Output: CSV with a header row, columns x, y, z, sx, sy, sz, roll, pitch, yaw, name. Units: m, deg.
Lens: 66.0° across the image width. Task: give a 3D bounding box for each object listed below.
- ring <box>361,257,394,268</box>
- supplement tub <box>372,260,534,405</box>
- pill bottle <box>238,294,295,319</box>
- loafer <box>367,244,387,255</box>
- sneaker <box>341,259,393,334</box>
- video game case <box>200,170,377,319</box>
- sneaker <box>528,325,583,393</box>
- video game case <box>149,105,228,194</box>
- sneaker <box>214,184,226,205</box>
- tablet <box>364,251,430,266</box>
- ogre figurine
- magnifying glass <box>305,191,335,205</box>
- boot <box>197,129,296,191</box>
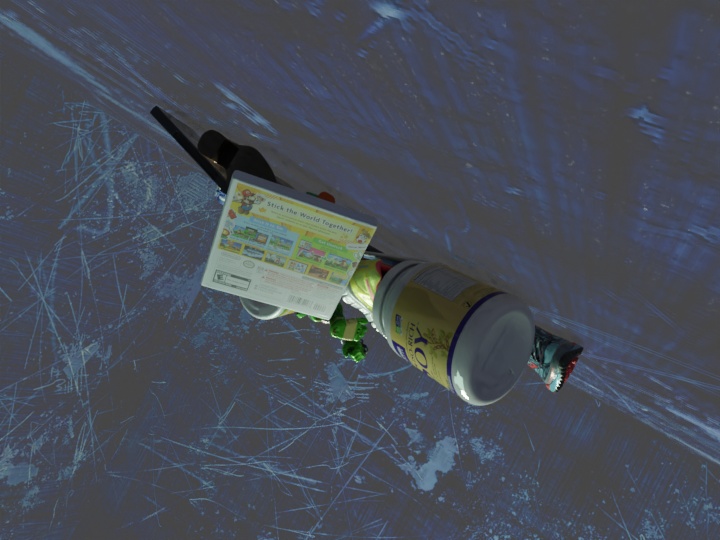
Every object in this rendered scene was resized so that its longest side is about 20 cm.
x,y,z,sx,sy,sz,roll,pitch,yaw,name
0.000,0.000,0.955,0.195,0.020,0.201,11,166,3,ring
0.121,0.075,0.762,0.144,0.148,0.198,30,178,-41,supplement tub
-0.128,0.020,1.039,0.109,0.113,0.199,28,-163,22,pill bottle
-0.013,-0.048,1.243,0.196,0.074,0.073,23,-143,3,loafer
0.047,0.042,0.874,0.089,0.080,0.199,-18,147,30,sneaker
-0.100,-0.025,0.754,0.195,0.184,0.023,17,-144,-17,video game case
0.280,0.130,0.872,0.094,0.081,0.200,31,179,10,sneaker
-0.237,-0.170,0.896,0.200,0.019,0.143,46,-176,5,video game case
-0.241,-0.163,1.067,0.074,0.090,0.200,30,177,-6,sneaker
0.029,-0.011,0.953,0.195,0.014,0.130,8,166,15,tablet
-0.061,0.050,0.906,0.198,0.099,0.120,34,-172,-32,ogre figurine
-0.054,-0.098,0.847,0.078,0.023,0.200,30,178,-5,magnifying glass
-0.132,-0.118,0.839,0.186,0.064,0.200,45,-176,32,boot
